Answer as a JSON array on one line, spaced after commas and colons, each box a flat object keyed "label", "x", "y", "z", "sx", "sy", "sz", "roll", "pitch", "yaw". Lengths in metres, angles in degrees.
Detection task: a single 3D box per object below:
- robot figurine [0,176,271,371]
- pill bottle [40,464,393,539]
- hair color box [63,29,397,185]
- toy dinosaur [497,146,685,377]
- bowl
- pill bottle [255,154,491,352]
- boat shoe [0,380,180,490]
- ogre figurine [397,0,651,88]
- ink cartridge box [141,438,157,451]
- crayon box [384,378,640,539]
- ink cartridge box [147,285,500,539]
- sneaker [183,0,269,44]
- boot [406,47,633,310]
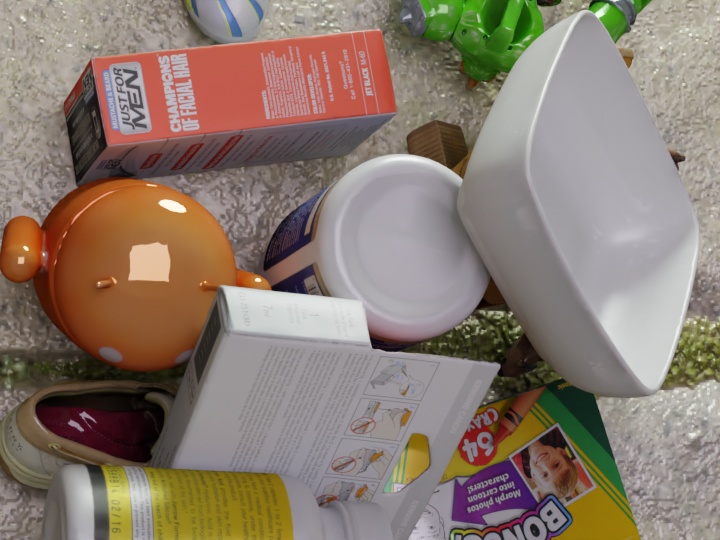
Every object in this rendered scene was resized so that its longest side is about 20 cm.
[{"label": "robot figurine", "x": -0.144, "y": 0.001, "z": 1.279, "sx": 0.117, "sy": 0.200, "sz": 0.144, "roll": -45, "pitch": 105, "yaw": -9}, {"label": "pill bottle", "x": -0.085, "y": 0.174, "z": 1.217, "sx": 0.198, "sy": 0.111, "sz": 0.112, "roll": 4, "pitch": 79, "yaw": -17}, {"label": "hair color box", "x": -0.088, "y": -0.109, "z": 1.368, "sx": 0.198, "sy": 0.111, "sz": 0.064, "roll": -9, "pitch": 82, "yaw": -20}, {"label": "toy dinosaur", "x": 0.166, "y": -0.017, "z": 1.417, "sx": 0.085, "sy": 0.201, "sz": 0.136, "roll": 19, "pitch": 32, "yaw": 11}, {"label": "bowl", "x": 0.131, "y": -0.035, "z": 1.275, "sx": 0.200, "sy": 0.074, "sz": 0.201, "roll": 58, "pitch": 33, "yaw": -26}, {"label": "pill bottle", "x": 0.000, "y": 0.000, "z": 1.330, "sx": 0.115, "sy": 0.200, "sz": 0.117, "roll": 3, "pitch": 80, "yaw": -18}, {"label": "boat shoe", "x": -0.132, "y": 0.108, "z": 1.323, "sx": 0.199, "sy": 0.066, "sz": 0.075, "roll": 0, "pitch": 63, "yaw": -26}, {"label": "ogre figurine", "x": 0.103, "y": -0.197, "z": 1.457, "sx": 0.199, "sy": 0.098, "sz": 0.121, "roll": 31, "pitch": 60, "yaw": -22}, {"label": "ink cartridge box", "x": -0.130, "y": 0.213, "z": 1.341, "sx": 0.159, "sy": 0.047, "sz": 0.201, "roll": 27, "pitch": 56, "yaw": -11}, {"label": "crayon box", "x": 0.087, "y": 0.182, "z": 1.399, "sx": 0.199, "sy": 0.058, "sz": 0.174, "roll": -17, "pitch": 86, "yaw": -20}, {"label": "ink cartridge box", "x": -0.030, "y": 0.099, "z": 1.264, "sx": 0.172, "sy": 0.201, "sz": 0.044, "roll": 6, "pitch": 44, "yaw": -20}, {"label": "sneaker", "x": -0.083, "y": -0.261, "z": 1.401, "sx": 0.075, "sy": 0.105, "sz": 0.202, "roll": 2, "pitch": 79, "yaw": -18}, {"label": "boot", "x": 0.119, "y": -0.055, "z": 1.393, "sx": 0.071, "sy": 0.200, "sz": 0.145, "roll": 3, "pitch": 68, "yaw": -50}]
